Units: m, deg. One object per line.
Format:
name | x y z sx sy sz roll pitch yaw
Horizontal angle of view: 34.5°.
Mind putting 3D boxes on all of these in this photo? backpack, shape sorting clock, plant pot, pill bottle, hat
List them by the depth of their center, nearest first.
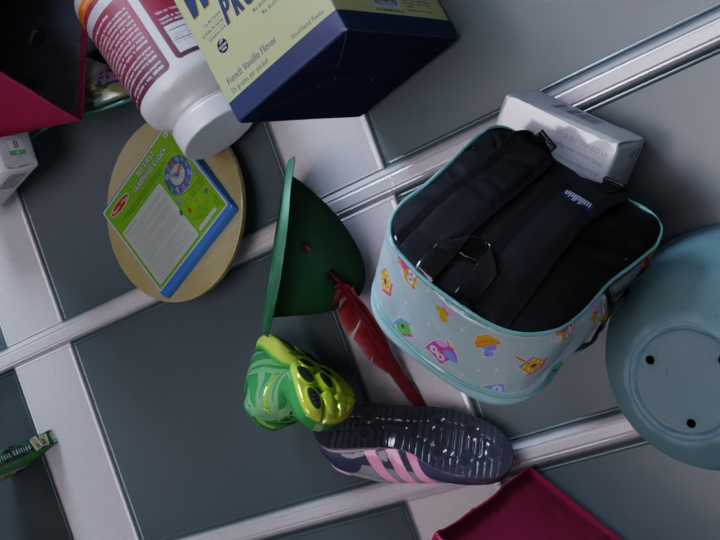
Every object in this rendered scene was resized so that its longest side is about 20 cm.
backpack | 0.104 0.005 0.877 0.175 0.200 0.154 37 132 16
plant pot | 0.276 0.072 0.911 0.198 0.134 0.202 7 103 31
hat | 0.000 0.000 1.126 0.174 0.166 0.201 9 126 -5
pill bottle | -0.194 -0.216 1.171 0.113 0.113 0.201 -41 76 31
shape sorting clock | -0.199 -0.067 1.245 0.198 0.039 0.202 3 96 31

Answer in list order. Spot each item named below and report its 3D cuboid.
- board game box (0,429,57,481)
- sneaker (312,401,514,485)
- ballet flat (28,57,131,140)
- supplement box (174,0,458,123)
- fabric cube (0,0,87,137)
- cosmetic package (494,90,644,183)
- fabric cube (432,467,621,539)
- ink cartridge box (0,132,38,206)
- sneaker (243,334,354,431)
board game box | -0.464 0.247 1.377 0.105 0.199 0.024 -38 80 31
sneaker | 0.056 0.177 1.122 0.198 0.071 0.082 9 145 22
ballet flat | -0.324 -0.199 1.282 0.199 0.069 0.072 -12 112 36
supplement box | -0.052 -0.253 1.021 0.134 0.199 0.201 -34 79 31
fabric cube | -0.416 -0.260 1.185 0.197 0.196 0.202 -8 72 23
cosmetic package | 0.150 -0.042 1.002 0.112 0.081 0.202 27 111 23
fabric cube | 0.136 0.330 0.999 0.196 0.199 0.200 38 116 22
ink cartridge box | -0.447 -0.180 1.344 0.161 0.050 0.202 -29 79 50
sneaker | -0.064 0.125 1.126 0.084 0.074 0.200 -63 21 1
